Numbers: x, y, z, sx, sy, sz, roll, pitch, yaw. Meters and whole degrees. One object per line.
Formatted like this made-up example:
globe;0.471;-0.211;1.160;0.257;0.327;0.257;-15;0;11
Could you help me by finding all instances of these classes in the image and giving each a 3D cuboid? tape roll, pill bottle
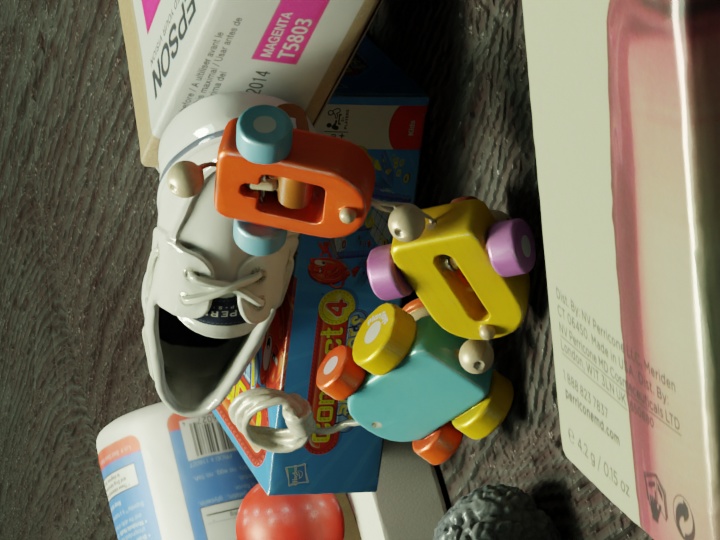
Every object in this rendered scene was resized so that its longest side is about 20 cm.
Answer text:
tape roll;0.005;0.142;1.498;0.203;0.037;0.204;168;90;-76
pill bottle;-0.075;0.175;1.674;0.112;0.111;0.201;128;130;-71

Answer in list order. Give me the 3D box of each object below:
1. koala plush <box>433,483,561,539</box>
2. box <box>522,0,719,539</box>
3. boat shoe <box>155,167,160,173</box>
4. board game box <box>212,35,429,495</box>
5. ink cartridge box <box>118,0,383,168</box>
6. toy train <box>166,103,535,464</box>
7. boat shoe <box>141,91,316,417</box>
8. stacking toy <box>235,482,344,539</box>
koala plush;-0.010;0.200;1.296;0.200;0.177;0.185;-4;105;60
box;0.120;-0.038;0.760;0.109;0.127;0.201;-136;37;-64
boat shoe;-0.081;-0.074;1.595;0.074;0.066;0.201;95;158;-46
board game box;-0.037;-0.024;1.419;0.200;0.056;0.197;-131;44;-61
ink cartridge box;-0.044;-0.163;1.263;0.200;0.075;0.166;121;146;-50
toy train;0.000;0.000;1.242;0.201;0.149;0.056;89;-169;-50
boat shoe;-0.057;-0.002;1.293;0.200;0.073;0.066;102;168;-59
stacking toy;-0.030;0.200;1.460;0.085;0.085;0.202;-172;75;-74
